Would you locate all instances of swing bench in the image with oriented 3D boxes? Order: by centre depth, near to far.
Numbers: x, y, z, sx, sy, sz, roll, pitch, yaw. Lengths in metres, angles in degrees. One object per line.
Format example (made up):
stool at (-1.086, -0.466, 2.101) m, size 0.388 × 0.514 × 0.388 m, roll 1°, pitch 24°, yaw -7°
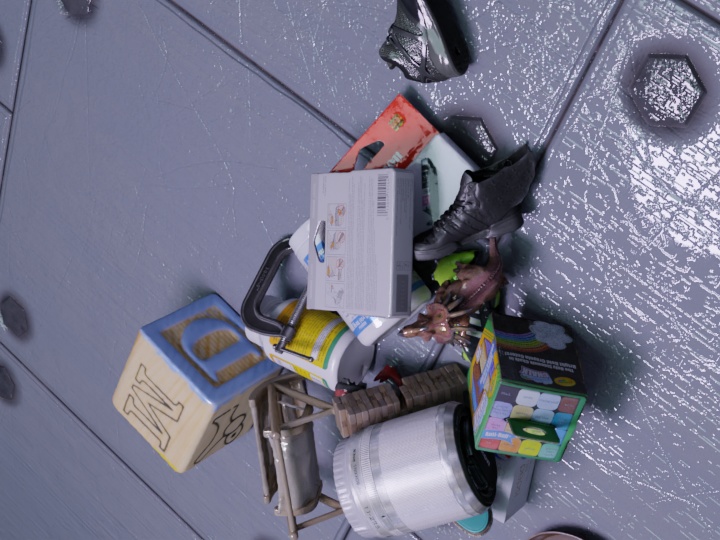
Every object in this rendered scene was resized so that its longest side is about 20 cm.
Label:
swing bench at (-0.107, 0.301, 1.868) m, size 0.200 × 0.129 × 0.200 m, roll 31°, pitch 132°, yaw 61°

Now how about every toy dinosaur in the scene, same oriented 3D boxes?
toy dinosaur at (0.145, 0.034, 1.528) m, size 0.086 × 0.136 × 0.200 m, roll 38°, pitch 91°, yaw 5°

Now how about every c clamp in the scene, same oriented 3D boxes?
c clamp at (-0.107, 0.041, 1.788) m, size 0.170 × 0.201 × 0.027 m, roll 10°, pitch 160°, yaw 32°

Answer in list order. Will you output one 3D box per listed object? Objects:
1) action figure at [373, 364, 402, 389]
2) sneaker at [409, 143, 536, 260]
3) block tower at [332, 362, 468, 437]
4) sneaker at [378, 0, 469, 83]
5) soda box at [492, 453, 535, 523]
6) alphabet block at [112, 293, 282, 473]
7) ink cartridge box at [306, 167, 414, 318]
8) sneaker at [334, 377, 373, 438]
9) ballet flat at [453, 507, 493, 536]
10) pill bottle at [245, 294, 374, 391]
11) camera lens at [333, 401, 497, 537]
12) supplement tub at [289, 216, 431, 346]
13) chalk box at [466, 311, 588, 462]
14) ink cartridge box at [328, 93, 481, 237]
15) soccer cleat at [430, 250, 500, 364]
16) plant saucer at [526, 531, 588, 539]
action figure at (0.103, 0.232, 1.755) m, size 0.200 × 0.065 × 0.052 m, roll 42°, pitch 87°, yaw 17°
sneaker at (0.146, -0.091, 1.519) m, size 0.199 × 0.060 × 0.104 m, roll -18°, pitch 114°, yaw 1°
block tower at (0.063, 0.200, 1.688) m, size 0.054 × 0.199 × 0.058 m, roll -123°, pitch 21°, yaw -55°
sneaker at (0.062, -0.345, 1.518) m, size 0.114 × 0.076 × 0.200 m, roll -12°, pitch 107°, yaw 35°
soda box at (0.221, 0.271, 1.672) m, size 0.064 × 0.068 × 0.201 m, roll 25°, pitch 123°, yaw 31°
alphabet block at (-0.285, 0.196, 1.970) m, size 0.196 × 0.195 × 0.200 m, roll 44°, pitch 130°, yaw 18°
ink cartridge box at (-0.001, -0.039, 1.565) m, size 0.176 × 0.045 × 0.201 m, roll 3°, pitch 92°, yaw 49°
sneaker at (0.010, 0.247, 1.759) m, size 0.071 × 0.098 × 0.201 m, roll 12°, pitch 151°, yaw 39°
ballet flat at (0.135, 0.319, 1.686) m, size 0.200 × 0.068 × 0.075 m, roll 49°, pitch 174°, yaw 30°
pill bottle at (-0.086, 0.112, 1.821) m, size 0.200 × 0.113 × 0.113 m, roll 22°, pitch 122°, yaw 31°
camera lens at (0.082, 0.282, 1.585) m, size 0.199 × 0.160 × 0.160 m, roll -19°, pitch 97°, yaw 20°
supplement tub at (0.000, 0.000, 1.688) m, size 0.200 × 0.132 × 0.132 m, roll 52°, pitch 132°, yaw 8°
chalk box at (0.223, 0.171, 1.516) m, size 0.124 × 0.200 × 0.124 m, roll 11°, pitch 124°, yaw -6°
ink cartridge box at (0.050, -0.120, 1.587) m, size 0.174 × 0.044 × 0.200 m, roll 44°, pitch 106°, yaw 3°
soccer cleat at (0.172, 0.067, 1.626) m, size 0.081 × 0.068 × 0.201 m, roll -20°, pitch 98°, yaw 27°
plant saucer at (0.327, 0.478, 1.703) m, size 0.200 × 0.034 × 0.201 m, roll 17°, pitch 118°, yaw 34°
